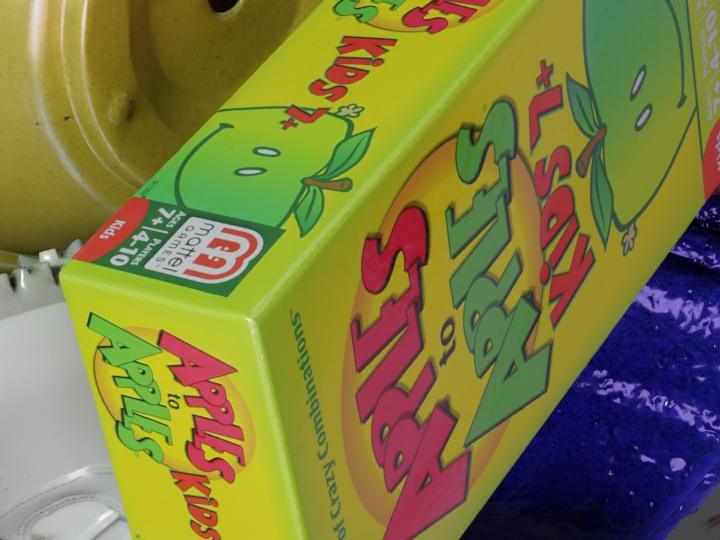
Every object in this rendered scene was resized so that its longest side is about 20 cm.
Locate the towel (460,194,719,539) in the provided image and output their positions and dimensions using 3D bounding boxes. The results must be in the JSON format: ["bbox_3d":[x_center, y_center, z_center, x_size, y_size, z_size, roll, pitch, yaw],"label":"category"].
[{"bbox_3d":[0.030,0.055,0.792,0.147,0.050,0.200,13,130,-23],"label":"towel"}]

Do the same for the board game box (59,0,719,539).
[{"bbox_3d":[0.018,-0.014,0.632,0.200,0.047,0.102,-50,142,-40],"label":"board game box"}]

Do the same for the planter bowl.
[{"bbox_3d":[-0.053,-0.071,0.636,0.200,0.083,0.202,-25,126,-40],"label":"planter bowl"}]

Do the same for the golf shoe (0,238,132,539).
[{"bbox_3d":[-0.044,0.048,0.646,0.078,0.098,0.199,-25,163,38],"label":"golf shoe"}]

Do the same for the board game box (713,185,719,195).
[{"bbox_3d":[0.094,0.032,0.851,0.157,0.039,0.201,-21,149,-22],"label":"board game box"}]
